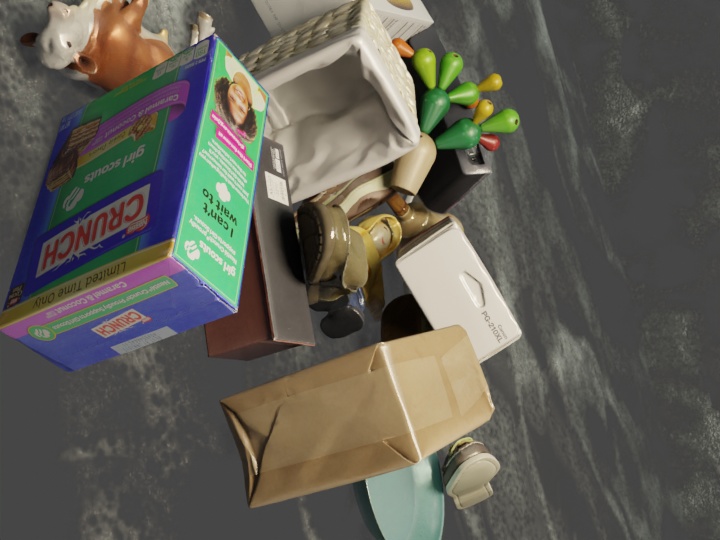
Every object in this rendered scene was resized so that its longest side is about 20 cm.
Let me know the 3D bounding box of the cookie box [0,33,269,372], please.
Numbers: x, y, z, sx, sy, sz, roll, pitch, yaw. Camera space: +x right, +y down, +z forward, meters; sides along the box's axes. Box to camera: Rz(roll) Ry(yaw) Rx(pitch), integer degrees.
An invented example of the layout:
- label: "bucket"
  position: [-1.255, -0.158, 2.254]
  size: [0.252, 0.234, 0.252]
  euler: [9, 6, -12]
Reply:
- label: "cookie box"
  position: [-0.159, -0.048, 0.657]
  size: [0.075, 0.169, 0.203]
  euler: [42, 39, -42]

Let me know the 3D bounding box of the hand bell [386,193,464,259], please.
- label: "hand bell"
  position: [0.049, -0.086, 1.166]
  size: [0.200, 0.103, 0.105]
  euler: [48, 36, -46]

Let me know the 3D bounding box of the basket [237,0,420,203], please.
- label: "basket"
  position: [-0.050, -0.173, 0.929]
  size: [0.136, 0.198, 0.124]
  euler: [55, 25, -33]

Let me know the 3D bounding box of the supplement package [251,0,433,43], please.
- label: "supplement package"
  position: [-0.020, -0.311, 1.061]
  size: [0.115, 0.109, 0.199]
  euler: [60, 30, 8]

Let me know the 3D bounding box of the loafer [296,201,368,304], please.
- label: "loafer"
  position: [-0.026, -0.019, 0.883]
  size: [0.200, 0.066, 0.077]
  euler: [118, -37, -76]

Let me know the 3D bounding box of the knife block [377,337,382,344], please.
- label: "knife block"
  position: [0.106, 0.131, 1.206]
  size: [0.178, 0.063, 0.200]
  euler: [66, 26, -13]

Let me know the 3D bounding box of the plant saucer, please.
- label: "plant saucer"
  position: [0.039, 0.238, 1.041]
  size: [0.200, 0.035, 0.203]
  euler: [43, 38, -47]

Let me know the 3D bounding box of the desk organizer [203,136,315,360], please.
- label: "desk organizer"
  position: [-0.107, -0.022, 0.851]
  size: [0.071, 0.076, 0.203]
  euler: [16, 61, -61]

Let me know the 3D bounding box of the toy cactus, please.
- label: "toy cactus"
  position: [0.071, -0.167, 1.018]
  size: [0.102, 0.197, 0.167]
  euler: [128, -17, -84]

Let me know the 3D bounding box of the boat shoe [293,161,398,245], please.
- label: "boat shoe"
  position: [-0.037, -0.082, 1.008]
  size: [0.201, 0.075, 0.075]
  euler: [-33, 87, -41]

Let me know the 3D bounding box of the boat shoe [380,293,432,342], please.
- label: "boat shoe"
  position: [0.059, 0.122, 1.022]
  size: [0.063, 0.072, 0.202]
  euler: [45, 40, -40]

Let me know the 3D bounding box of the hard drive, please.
- label: "hard drive"
  position: [0.086, -0.183, 1.131]
  size: [0.042, 0.135, 0.203]
  euler: [-13, 75, -29]

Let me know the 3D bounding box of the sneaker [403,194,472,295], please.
- label: "sneaker"
  position: [0.114, -0.044, 1.288]
  size: [0.071, 0.098, 0.202]
  euler: [43, 37, -43]

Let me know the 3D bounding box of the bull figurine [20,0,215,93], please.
- label: "bull figurine"
  position: [-0.195, -0.192, 0.771]
  size: [0.123, 0.064, 0.200]
  euler: [-65, 151, -8]

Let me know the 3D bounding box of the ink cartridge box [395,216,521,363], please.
- label: "ink cartridge box"
  position: [0.112, 0.021, 1.063]
  size: [0.146, 0.084, 0.200]
  euler: [58, 7, -2]

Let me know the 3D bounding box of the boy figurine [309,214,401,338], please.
- label: "boy figurine"
  position: [0.000, 0.000, 1.074]
  size: [0.126, 0.064, 0.200]
  euler: [62, 31, -19]

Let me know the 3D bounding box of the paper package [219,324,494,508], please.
- label: "paper package"
  position: [0.001, 0.132, 0.849]
  size: [0.199, 0.189, 0.105]
  euler: [-5, 75, -64]

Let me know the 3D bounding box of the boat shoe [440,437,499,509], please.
- label: "boat shoe"
  position: [0.133, 0.248, 1.140]
  size: [0.201, 0.071, 0.060]
  euler: [73, -5, -63]
